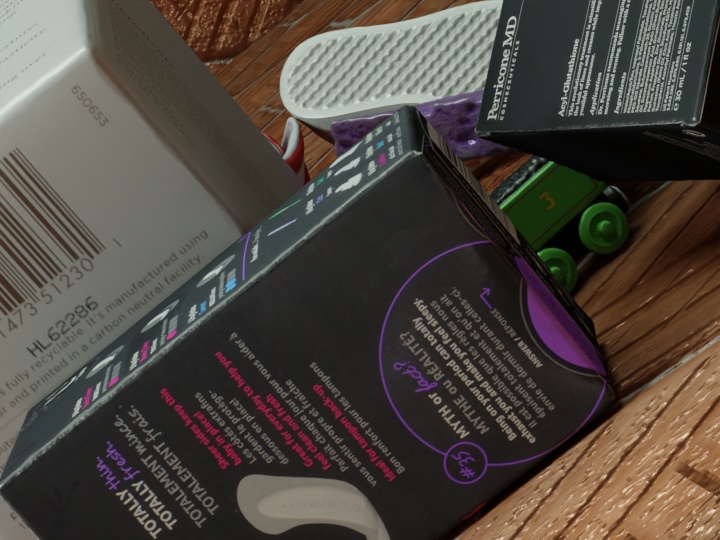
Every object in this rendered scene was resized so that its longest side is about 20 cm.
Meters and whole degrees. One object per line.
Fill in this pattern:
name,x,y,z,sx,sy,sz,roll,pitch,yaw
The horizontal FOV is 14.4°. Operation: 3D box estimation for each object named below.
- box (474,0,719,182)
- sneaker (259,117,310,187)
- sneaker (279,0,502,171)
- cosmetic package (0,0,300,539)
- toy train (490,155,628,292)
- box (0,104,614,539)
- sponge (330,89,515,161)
box,0.133,-0.141,1.129,0.141,0.079,0.201,3,78,54
sneaker,-0.067,-0.033,1.614,0.071,0.113,0.200,-16,12,-15
sneaker,0.064,-0.092,1.574,0.200,0.105,0.076,-1,67,31
cosmetic package,-0.128,-0.016,1.204,0.167,0.166,0.200,-38,22,9
toy train,0.031,0.022,1.216,0.200,0.056,0.042,-41,9,-10
box,-0.020,0.051,1.071,0.200,0.122,0.106,-38,10,7
sponge,0.069,-0.074,1.342,0.111,0.030,0.200,-11,4,18
